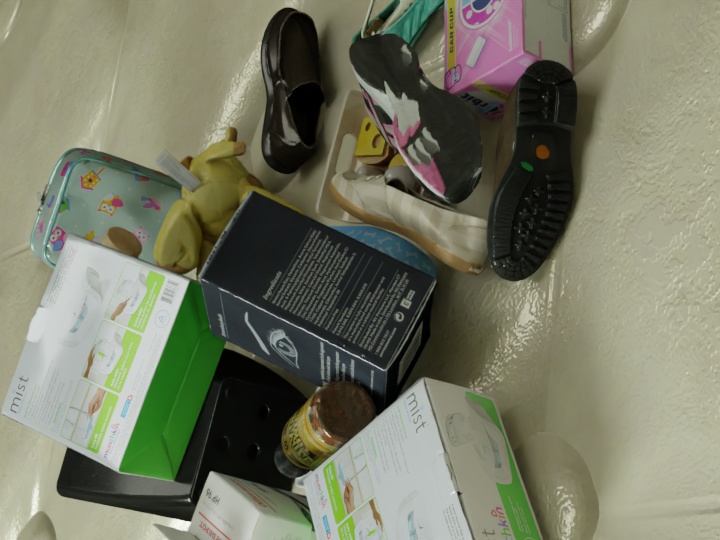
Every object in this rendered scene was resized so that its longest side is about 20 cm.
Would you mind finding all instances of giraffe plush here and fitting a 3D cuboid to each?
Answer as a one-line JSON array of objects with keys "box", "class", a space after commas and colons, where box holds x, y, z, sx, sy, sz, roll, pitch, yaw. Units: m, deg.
[{"box": [-0.162, -0.076, 1.922, 0.172, 0.200, 0.162, -30, 16, 6], "class": "giraffe plush"}]

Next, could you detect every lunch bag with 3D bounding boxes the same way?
[{"box": [-0.306, -0.056, 2.068, 0.077, 0.200, 0.161, 34, 104, 58], "class": "lunch bag"}]

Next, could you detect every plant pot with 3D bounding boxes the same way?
[{"box": [-0.170, 0.174, 1.776, 0.177, 0.199, 0.201, 9, 81, 44], "class": "plant pot"}]

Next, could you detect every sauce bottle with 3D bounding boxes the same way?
[{"box": [-0.041, 0.161, 1.612, 0.200, 0.066, 0.066, 127, 149, -63], "class": "sauce bottle"}]

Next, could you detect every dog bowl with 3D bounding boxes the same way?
[{"box": [0.000, 0.000, 1.676, 0.200, 0.111, 0.050, 1, 57, 56], "class": "dog bowl"}]

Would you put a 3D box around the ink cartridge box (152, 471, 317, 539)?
[{"box": [-0.082, 0.250, 1.580, 0.116, 0.200, 0.068, 25, 95, 57], "class": "ink cartridge box"}]

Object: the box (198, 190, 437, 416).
[{"box": [-0.040, 0.034, 1.574, 0.104, 0.200, 0.148, -60, -10, -20], "class": "box"}]

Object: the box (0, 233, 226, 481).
[{"box": [-0.244, 0.086, 1.682, 0.176, 0.097, 0.201, 18, 87, 34], "class": "box"}]

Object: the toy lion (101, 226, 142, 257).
[{"box": [-0.247, 0.051, 1.899, 0.069, 0.200, 0.192, -50, 24, 28], "class": "toy lion"}]

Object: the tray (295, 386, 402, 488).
[{"box": [0.006, 0.173, 1.655, 0.200, 0.022, 0.108, 0, 74, 56], "class": "tray"}]

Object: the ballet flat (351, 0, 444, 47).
[{"box": [0.056, -0.293, 1.765, 0.200, 0.070, 0.067, -50, 24, 28], "class": "ballet flat"}]

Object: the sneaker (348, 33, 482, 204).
[{"box": [0.059, -0.138, 1.613, 0.086, 0.080, 0.200, 80, 167, -57], "class": "sneaker"}]

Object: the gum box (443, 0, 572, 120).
[{"box": [0.141, -0.263, 1.631, 0.113, 0.066, 0.201, -28, 53, 46], "class": "gum box"}]

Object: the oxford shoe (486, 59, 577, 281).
[{"box": [0.155, -0.087, 1.539, 0.084, 0.072, 0.201, 167, 116, -80], "class": "oxford shoe"}]

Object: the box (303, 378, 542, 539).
[{"box": [0.055, 0.227, 1.452, 0.176, 0.097, 0.200, -43, 46, 30], "class": "box"}]

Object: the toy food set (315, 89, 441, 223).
[{"box": [0.028, -0.125, 1.736, 0.200, 0.060, 0.144, 4, 78, 56], "class": "toy food set"}]

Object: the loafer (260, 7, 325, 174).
[{"box": [-0.067, -0.211, 1.923, 0.071, 0.073, 0.201, -16, 69, 46], "class": "loafer"}]

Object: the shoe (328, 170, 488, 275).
[{"box": [0.050, -0.059, 1.603, 0.200, 0.070, 0.054, 31, 109, 37], "class": "shoe"}]
